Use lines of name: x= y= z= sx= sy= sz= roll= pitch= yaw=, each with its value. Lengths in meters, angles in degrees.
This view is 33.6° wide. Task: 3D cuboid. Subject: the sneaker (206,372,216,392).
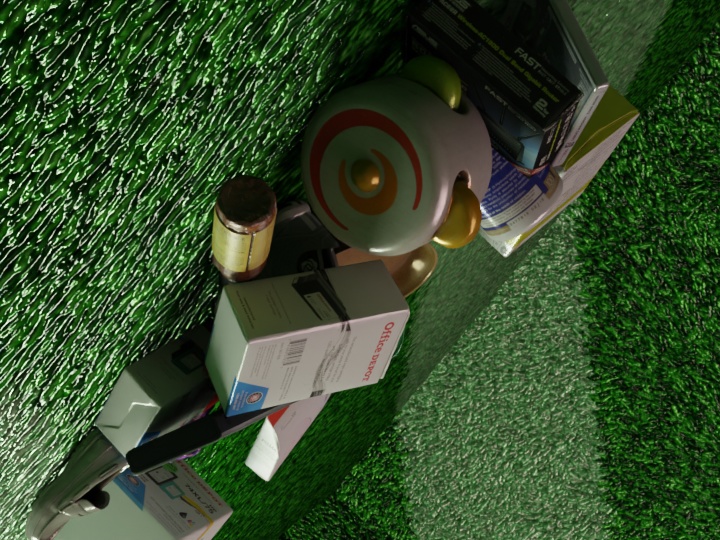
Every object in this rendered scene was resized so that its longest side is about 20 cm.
sneaker: x=-0.120 y=0.097 z=1.467 sx=0.074 sy=0.087 sz=0.200 roll=-4 pitch=-174 yaw=36

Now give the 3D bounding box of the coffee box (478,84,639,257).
coffee box: x=0.227 y=-0.185 z=1.675 sx=0.200 sy=0.200 sz=0.198 roll=-36 pitch=164 yaw=-37

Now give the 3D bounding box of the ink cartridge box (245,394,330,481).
ink cartridge box: x=-0.080 y=0.179 z=1.644 sx=0.163 sy=0.057 sz=0.200 roll=-50 pitch=175 yaw=-41

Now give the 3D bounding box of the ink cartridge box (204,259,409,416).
ink cartridge box: x=-0.062 y=0.075 z=1.352 sx=0.199 sy=0.084 sz=0.145 roll=-9 pitch=144 yaw=-26

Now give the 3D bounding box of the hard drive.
hard drive: x=-0.172 y=0.186 z=1.445 sx=0.139 sy=0.033 sz=0.200 roll=-26 pitch=176 yaw=26

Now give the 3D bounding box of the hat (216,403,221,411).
hat: x=-0.134 y=0.153 z=1.676 sx=0.201 sy=0.081 sz=0.201 roll=-63 pitch=-179 yaw=1

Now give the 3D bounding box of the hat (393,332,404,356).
hat: x=-0.059 y=0.069 z=1.656 sx=0.176 sy=0.201 sz=0.165 roll=-29 pitch=-177 yaw=-43

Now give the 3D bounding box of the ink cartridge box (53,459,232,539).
ink cartridge box: x=-0.313 y=0.369 z=1.729 sx=0.146 sy=0.147 sz=0.200 roll=-50 pitch=169 yaw=12

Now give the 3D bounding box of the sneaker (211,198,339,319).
sneaker: x=-0.093 y=0.021 z=1.428 sx=0.200 sy=0.115 sz=0.075 roll=-54 pitch=166 yaw=30

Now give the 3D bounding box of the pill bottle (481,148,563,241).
pill bottle: x=0.150 y=-0.146 z=1.487 sx=0.120 sy=0.200 sz=0.120 roll=-37 pitch=-160 yaw=15

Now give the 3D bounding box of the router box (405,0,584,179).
router box: x=0.139 y=-0.204 z=1.289 sx=0.062 sy=0.200 sz=0.150 roll=-45 pitch=168 yaw=-10

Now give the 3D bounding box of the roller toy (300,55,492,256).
roller toy: x=0.036 y=-0.111 z=1.272 sx=0.182 sy=0.201 sz=0.140 roll=-15 pitch=-172 yaw=36

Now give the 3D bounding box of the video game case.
video game case: x=0.229 y=-0.257 z=1.477 sx=0.023 sy=0.201 sz=0.182 roll=-16 pitch=158 yaw=-16

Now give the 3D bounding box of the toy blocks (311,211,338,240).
toy blocks: x=-0.001 y=-0.085 z=1.496 sx=0.200 sy=0.100 sz=0.137 roll=-43 pitch=158 yaw=16

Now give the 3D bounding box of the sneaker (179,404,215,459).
sneaker: x=-0.240 y=0.210 z=1.604 sx=0.081 sy=0.088 sz=0.200 roll=-52 pitch=170 yaw=13

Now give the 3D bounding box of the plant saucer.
plant saucer: x=0.000 y=0.000 z=1.526 sx=0.199 sy=0.036 sz=0.200 roll=-16 pitch=153 yaw=-8

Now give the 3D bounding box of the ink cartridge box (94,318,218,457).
ink cartridge box: x=-0.222 y=0.138 z=1.478 sx=0.200 sy=0.067 sz=0.116 roll=-32 pitch=162 yaw=-51

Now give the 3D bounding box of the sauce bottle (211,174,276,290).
sauce bottle: x=-0.129 y=-0.029 z=1.272 sx=0.066 sy=0.066 sz=0.200 roll=-41 pitch=168 yaw=-25

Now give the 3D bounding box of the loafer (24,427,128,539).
loafer: x=-0.348 y=0.277 z=1.485 sx=0.200 sy=0.070 sz=0.070 roll=-51 pitch=168 yaw=21
